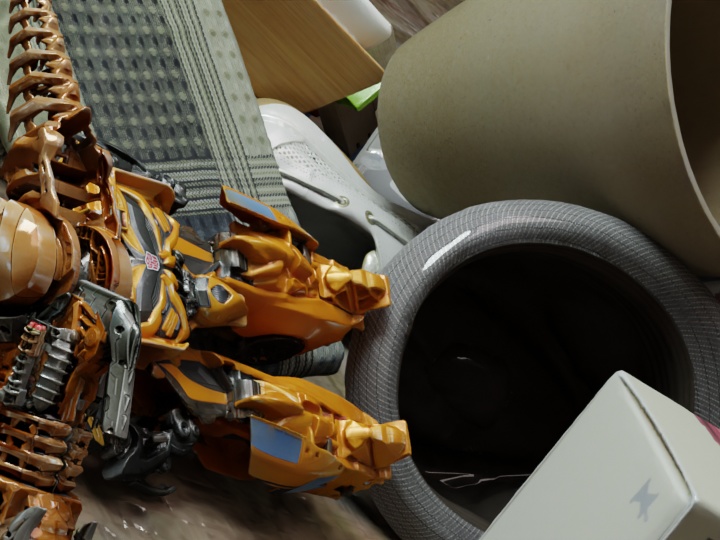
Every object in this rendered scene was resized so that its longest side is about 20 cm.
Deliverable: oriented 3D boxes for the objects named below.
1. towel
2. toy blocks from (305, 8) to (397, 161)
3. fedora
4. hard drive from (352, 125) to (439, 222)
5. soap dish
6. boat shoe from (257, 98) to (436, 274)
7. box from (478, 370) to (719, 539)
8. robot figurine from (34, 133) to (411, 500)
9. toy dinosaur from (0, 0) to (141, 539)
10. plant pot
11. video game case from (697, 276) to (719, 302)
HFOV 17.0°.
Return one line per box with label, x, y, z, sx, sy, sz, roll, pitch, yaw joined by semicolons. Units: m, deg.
towel;-0.094;-0.040;1.033;0.192;0.034;0.201;-6;76;-58
toy blocks;-0.041;-0.147;1.454;0.200;0.100;0.137;46;-11;21
fedora;0.071;0.058;1.100;0.199;0.178;0.090;18;-6;-23
hard drive;0.065;-0.042;1.346;0.139;0.038;0.200;16;30;11
soap dish;-0.086;-0.172;1.233;0.200;0.081;0.157;43;2;-31
boat shoe;0.000;0.000;1.222;0.200;0.071;0.070;38;33;-16
box;0.158;0.156;1.020;0.199;0.128;0.109;31;17;-24
robot figurine;-0.062;0.020;0.951;0.199;0.058;0.146;24;51;-49
toy dinosaur;-0.115;0.012;0.792;0.102;0.135;0.201;44;52;-36
plant pot;0.114;-0.082;1.173;0.199;0.189;0.187;-5;-16;39
video game case;0.157;-0.034;1.258;0.181;0.023;0.200;-6;30;0
